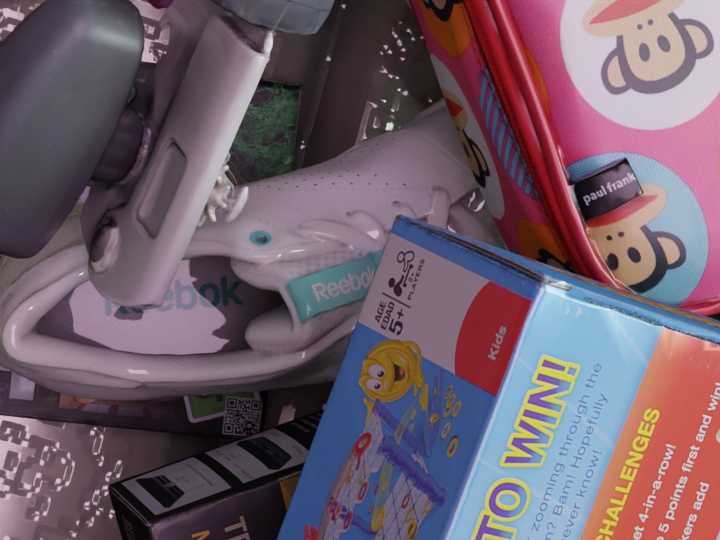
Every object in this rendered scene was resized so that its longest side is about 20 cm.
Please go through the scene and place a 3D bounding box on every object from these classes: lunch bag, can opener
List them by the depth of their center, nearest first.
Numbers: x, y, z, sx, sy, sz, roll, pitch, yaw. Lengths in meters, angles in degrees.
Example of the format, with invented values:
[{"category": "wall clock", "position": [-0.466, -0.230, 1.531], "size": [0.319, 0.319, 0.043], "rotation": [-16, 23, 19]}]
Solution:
[{"category": "can opener", "position": [-0.032, -0.081, 0.646], "size": [0.066, 0.053, 0.201], "rotation": [17, 110, -34]}, {"category": "lunch bag", "position": [0.106, -0.098, 0.683], "size": [0.199, 0.082, 0.177], "rotation": [-24, 98, -13]}]

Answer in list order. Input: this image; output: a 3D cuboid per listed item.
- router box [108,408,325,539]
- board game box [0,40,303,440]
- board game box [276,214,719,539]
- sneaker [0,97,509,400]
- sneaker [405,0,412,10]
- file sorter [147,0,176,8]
[{"category": "router box", "position": [0.038, 0.127, 0.723], "size": [0.156, 0.052, 0.201], "rotation": [-19, 102, -14]}, {"category": "board game box", "position": [-0.119, -0.014, 0.766], "size": [0.199, 0.023, 0.105], "rotation": [6, 86, -15]}, {"category": "board game box", "position": [0.062, 0.109, 0.637], "size": [0.195, 0.056, 0.201], "rotation": [18, 95, -36]}, {"category": "sneaker", "position": [0.000, 0.000, 0.720], "size": [0.199, 0.088, 0.076], "rotation": [-15, 95, -1]}, {"category": "sneaker", "position": [0.063, -0.075, 0.768], "size": [0.200, 0.114, 0.073], "rotation": [44, 78, -12]}, {"category": "file sorter", "position": [-0.153, -0.125, 0.685], "size": [0.199, 0.139, 0.126], "rotation": [-10, 118, -16]}]
